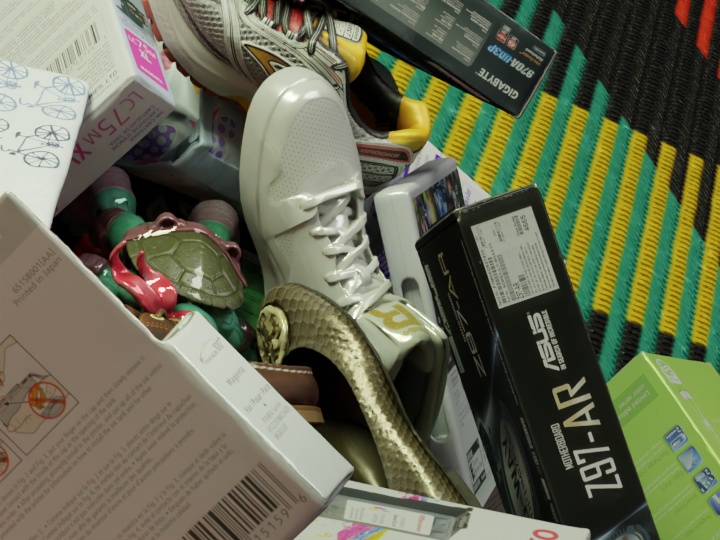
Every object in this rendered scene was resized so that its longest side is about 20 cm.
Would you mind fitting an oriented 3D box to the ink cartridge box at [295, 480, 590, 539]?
[{"bbox_3d":[-0.008,0.156,1.296,0.199,0.086,0.148,9,18,11],"label":"ink cartridge box"}]

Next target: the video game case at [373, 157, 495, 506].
[{"bbox_3d":[0.049,0.035,1.634,0.200,0.023,0.183,-37,116,-78],"label":"video game case"}]

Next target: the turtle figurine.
[{"bbox_3d":[-0.100,0.018,1.484,0.149,0.101,0.200,36,20,-21],"label":"turtle figurine"}]

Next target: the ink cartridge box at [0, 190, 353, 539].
[{"bbox_3d":[-0.131,0.086,1.174,0.174,0.200,0.044,45,25,-1],"label":"ink cartridge box"}]

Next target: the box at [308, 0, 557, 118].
[{"bbox_3d":[-0.008,-0.166,1.613,0.200,0.046,0.159,31,0,-36],"label":"box"}]

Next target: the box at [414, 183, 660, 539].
[{"bbox_3d":[0.087,0.065,1.424,0.160,0.043,0.201,146,-74,-82],"label":"box"}]

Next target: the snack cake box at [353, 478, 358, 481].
[{"bbox_3d":[0.042,0.197,1.456,0.200,0.067,0.115,45,21,0],"label":"snack cake box"}]

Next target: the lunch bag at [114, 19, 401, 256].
[{"bbox_3d":[-0.070,-0.099,1.671,0.169,0.127,0.200,25,24,-40],"label":"lunch bag"}]

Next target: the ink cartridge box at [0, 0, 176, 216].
[{"bbox_3d":[-0.170,-0.120,1.560,0.042,0.119,0.200,33,25,-42],"label":"ink cartridge box"}]

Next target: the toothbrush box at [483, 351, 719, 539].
[{"bbox_3d":[0.180,0.169,1.637,0.086,0.146,0.200,12,39,-54],"label":"toothbrush box"}]

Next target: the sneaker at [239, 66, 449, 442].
[{"bbox_3d":[0.000,0.000,1.499,0.073,0.201,0.115,-23,31,-31],"label":"sneaker"}]

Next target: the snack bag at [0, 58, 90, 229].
[{"bbox_3d":[-0.234,-0.072,1.389,0.199,0.021,0.189,13,27,-4],"label":"snack bag"}]

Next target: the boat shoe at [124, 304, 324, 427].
[{"bbox_3d":[-0.107,0.050,1.361,0.199,0.070,0.071,0,76,-34],"label":"boat shoe"}]

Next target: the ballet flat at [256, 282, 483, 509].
[{"bbox_3d":[-0.003,0.082,1.432,0.046,0.068,0.200,-19,54,-26],"label":"ballet flat"}]

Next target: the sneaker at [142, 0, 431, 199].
[{"bbox_3d":[-0.039,-0.123,1.549,0.200,0.082,0.078,44,36,-25],"label":"sneaker"}]

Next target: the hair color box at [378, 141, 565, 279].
[{"bbox_3d":[0.034,-0.028,1.826,0.200,0.065,0.109,42,23,-11],"label":"hair color box"}]

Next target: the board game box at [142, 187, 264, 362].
[{"bbox_3d":[-0.033,0.027,1.672,0.200,0.023,0.105,26,30,-38],"label":"board game box"}]
